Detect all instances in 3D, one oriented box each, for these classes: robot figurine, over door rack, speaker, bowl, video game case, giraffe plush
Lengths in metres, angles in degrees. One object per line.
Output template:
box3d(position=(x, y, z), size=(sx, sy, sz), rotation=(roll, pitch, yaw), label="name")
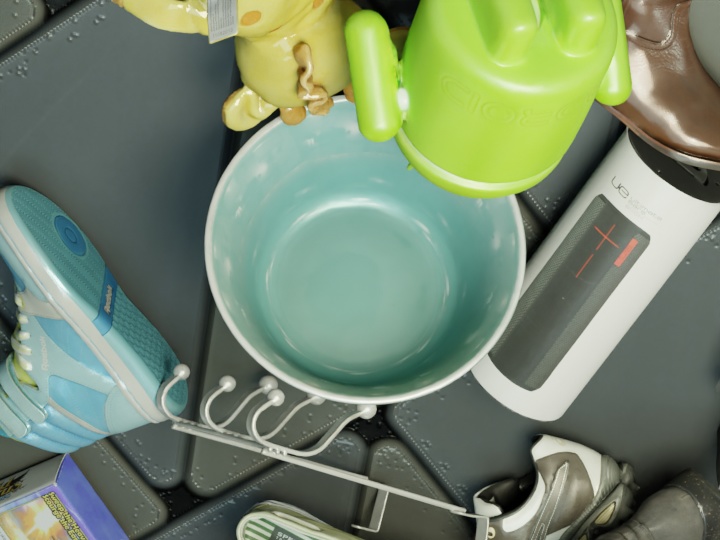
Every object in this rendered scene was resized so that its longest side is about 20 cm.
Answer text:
box3d(position=(0.082, -0.118, 1.491), size=(0.175, 0.116, 0.200), rotation=(-12, 155, -18), label="robot figurine")
box3d(position=(-0.020, 0.118, 1.680), size=(0.200, 0.148, 0.067), rotation=(32, 79, -28), label="over door rack")
box3d(position=(0.153, 0.001, 1.636), size=(0.081, 0.081, 0.200), rotation=(30, 119, -10), label="speaker")
box3d(position=(0.000, 0.000, 1.609), size=(0.201, 0.201, 0.105), rotation=(12, 162, 0), label="bowl")
box3d(position=(-0.239, 0.248, 1.842), size=(0.181, 0.045, 0.200), rotation=(-23, 115, 20), label="video game case")
box3d(position=(-0.042, -0.171, 1.527), size=(0.172, 0.200, 0.162), rotation=(1, 148, 24), label="giraffe plush")

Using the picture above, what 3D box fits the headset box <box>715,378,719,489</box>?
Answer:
box3d(position=(0.336, 0.095, 1.669), size=(0.200, 0.077, 0.149), rotation=(19, 120, -3), label="headset box")

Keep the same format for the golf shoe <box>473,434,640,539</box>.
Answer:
box3d(position=(0.105, 0.195, 1.760), size=(0.094, 0.078, 0.200), rotation=(33, 108, -8), label="golf shoe")

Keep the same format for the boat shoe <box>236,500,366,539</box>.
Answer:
box3d(position=(0.002, 0.218, 1.724), size=(0.200, 0.062, 0.072), rotation=(23, 94, 11), label="boat shoe")

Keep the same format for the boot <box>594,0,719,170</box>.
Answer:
box3d(position=(0.211, -0.172, 1.543), size=(0.186, 0.064, 0.200), rotation=(20, 116, -2), label="boot")

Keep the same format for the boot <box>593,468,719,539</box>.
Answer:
box3d(position=(0.172, 0.225, 1.714), size=(0.070, 0.132, 0.200), rotation=(41, 146, 33), label="boot")

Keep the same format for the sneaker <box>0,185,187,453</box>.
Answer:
box3d(position=(-0.222, 0.045, 1.706), size=(0.131, 0.080, 0.200), rotation=(-28, 112, 19), label="sneaker")
